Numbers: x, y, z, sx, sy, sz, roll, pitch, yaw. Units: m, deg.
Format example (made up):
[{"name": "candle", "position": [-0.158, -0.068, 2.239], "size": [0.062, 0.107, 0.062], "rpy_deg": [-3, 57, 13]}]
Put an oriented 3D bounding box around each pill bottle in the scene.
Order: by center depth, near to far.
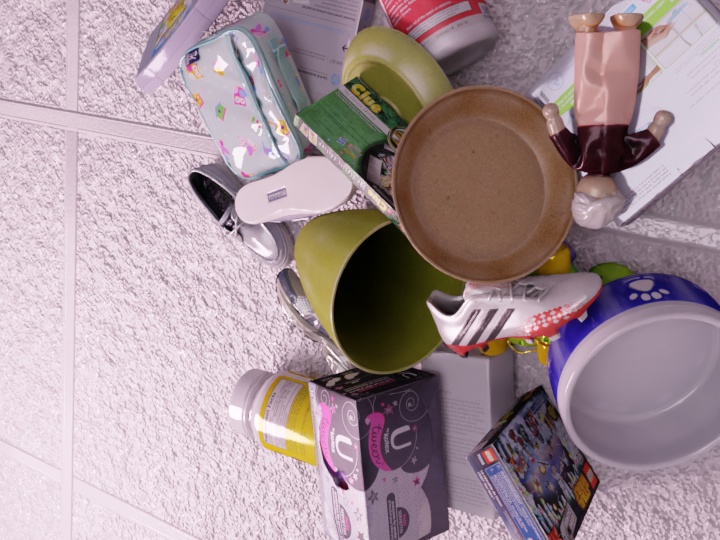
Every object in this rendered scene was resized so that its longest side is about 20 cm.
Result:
[{"name": "pill bottle", "position": [0.073, -0.333, 0.843], "size": [0.111, 0.112, 0.204], "rpy_deg": [-25, 87, 30]}, {"name": "pill bottle", "position": [-0.081, 0.208, 1.026], "size": [0.196, 0.114, 0.117], "rpy_deg": [11, 104, 27]}]

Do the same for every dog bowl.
[{"name": "dog bowl", "position": [0.299, 0.108, 0.760], "size": [0.195, 0.079, 0.204], "rpy_deg": [-1, 120, -1]}]

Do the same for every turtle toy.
[{"name": "turtle toy", "position": [0.215, 0.025, 0.831], "size": [0.196, 0.101, 0.149], "rpy_deg": [8, 117, 29]}]

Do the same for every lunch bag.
[{"name": "lunch bag", "position": [-0.144, -0.229, 0.962], "size": [0.158, 0.077, 0.203], "rpy_deg": [-5, 120, 42]}]

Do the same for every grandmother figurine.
[{"name": "grandmother figurine", "position": [0.239, -0.142, 0.710], "size": [0.119, 0.060, 0.205], "rpy_deg": [6, 104, 20]}]

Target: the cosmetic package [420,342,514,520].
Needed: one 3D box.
[{"name": "cosmetic package", "position": [0.138, 0.196, 0.919], "size": [0.100, 0.071, 0.205], "rpy_deg": [3, 101, 38]}]

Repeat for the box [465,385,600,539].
[{"name": "box", "position": [0.201, 0.227, 0.821], "size": [0.040, 0.199, 0.139], "rpy_deg": [-34, 83, 29]}]

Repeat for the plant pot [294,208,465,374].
[{"name": "plant pot", "position": [0.000, 0.000, 0.906], "size": [0.199, 0.184, 0.191], "rpy_deg": [31, 117, 55]}]

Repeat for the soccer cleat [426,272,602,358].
[{"name": "soccer cleat", "position": [0.155, 0.032, 0.765], "size": [0.198, 0.069, 0.086], "rpy_deg": [-23, 110, 43]}]

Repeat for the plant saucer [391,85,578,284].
[{"name": "plant saucer", "position": [0.126, -0.087, 0.756], "size": [0.195, 0.035, 0.205], "rpy_deg": [0, 86, -6]}]

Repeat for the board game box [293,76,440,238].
[{"name": "board game box", "position": [0.028, -0.127, 0.814], "size": [0.200, 0.104, 0.024], "rpy_deg": [46, 151, 13]}]

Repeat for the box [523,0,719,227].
[{"name": "box", "position": [0.297, -0.179, 0.754], "size": [0.200, 0.096, 0.177], "rpy_deg": [-45, 78, 27]}]

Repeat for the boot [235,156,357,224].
[{"name": "boot", "position": [-0.069, -0.106, 0.971], "size": [0.197, 0.090, 0.075], "rpy_deg": [-6, 91, 35]}]

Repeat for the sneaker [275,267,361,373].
[{"name": "sneaker", "position": [-0.034, 0.064, 1.006], "size": [0.086, 0.078, 0.200], "rpy_deg": [-44, 85, 18]}]

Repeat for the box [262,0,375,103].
[{"name": "box", "position": [-0.060, -0.329, 0.960], "size": [0.154, 0.041, 0.204], "rpy_deg": [21, 108, 25]}]

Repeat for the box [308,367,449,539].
[{"name": "box", "position": [0.023, 0.230, 0.896], "size": [0.114, 0.130, 0.205], "rpy_deg": [5, 103, 55]}]

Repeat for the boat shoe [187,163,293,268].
[{"name": "boat shoe", "position": [-0.180, -0.076, 1.055], "size": [0.201, 0.071, 0.070], "rpy_deg": [47, 117, 14]}]

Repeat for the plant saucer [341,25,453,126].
[{"name": "plant saucer", "position": [0.041, -0.188, 0.869], "size": [0.199, 0.031, 0.202], "rpy_deg": [38, 150, 26]}]

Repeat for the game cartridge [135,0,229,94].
[{"name": "game cartridge", "position": [-0.248, -0.345, 1.021], "size": [0.199, 0.040, 0.135], "rpy_deg": [-39, 40, 29]}]
